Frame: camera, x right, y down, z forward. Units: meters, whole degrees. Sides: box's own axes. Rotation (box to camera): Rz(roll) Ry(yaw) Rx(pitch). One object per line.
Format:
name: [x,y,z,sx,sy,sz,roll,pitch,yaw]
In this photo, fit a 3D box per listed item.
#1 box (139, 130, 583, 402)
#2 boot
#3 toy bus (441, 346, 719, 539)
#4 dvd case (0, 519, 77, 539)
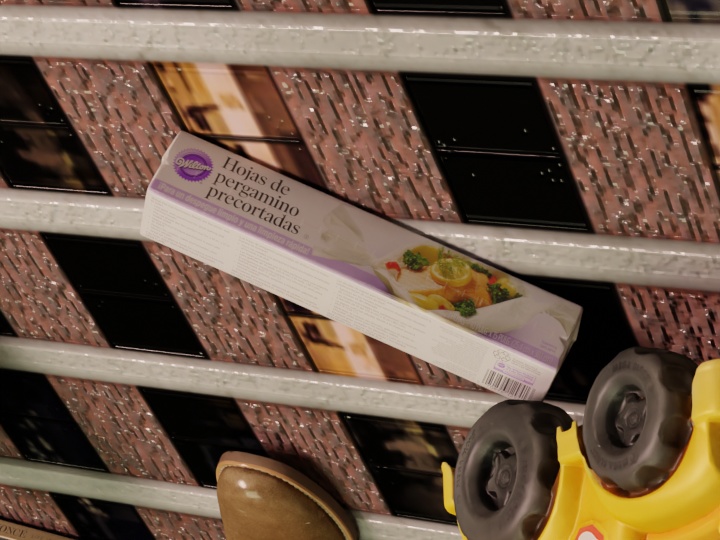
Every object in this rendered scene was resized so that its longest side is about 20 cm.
box: [0.000,0.000,1.000,0.199,0.039,0.041,23,147,4]
boot: [-0.045,0.176,1.246,0.073,0.076,0.200,13,144,23]
toy bus: [0.131,0.144,0.945,0.135,0.193,0.200,18,152,-29]
dvd case: [-0.163,0.215,1.434,0.199,0.016,0.149,11,145,21]
